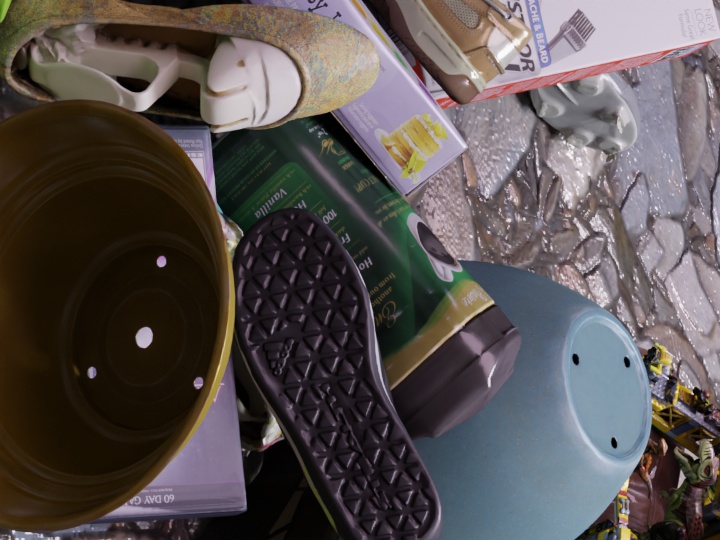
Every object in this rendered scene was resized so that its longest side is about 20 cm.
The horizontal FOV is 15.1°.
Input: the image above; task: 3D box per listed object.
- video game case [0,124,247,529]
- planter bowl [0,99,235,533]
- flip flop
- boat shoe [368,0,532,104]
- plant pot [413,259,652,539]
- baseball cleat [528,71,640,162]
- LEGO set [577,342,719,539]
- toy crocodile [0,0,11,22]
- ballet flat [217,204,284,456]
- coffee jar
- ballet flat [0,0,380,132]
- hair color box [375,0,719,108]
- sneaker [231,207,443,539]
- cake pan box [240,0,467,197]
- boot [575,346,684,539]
[{"bbox_3d":[-0.134,0.025,1.359,0.142,0.019,0.201,-1,76,-23],"label":"video game case"},{"bbox_3d":[-0.122,0.027,1.283,0.083,0.199,0.202,19,63,-57],"label":"planter bowl"},{"bbox_3d":[-0.032,0.134,1.474,0.200,0.081,0.058,-66,143,-48],"label":"flip flop"},{"bbox_3d":[0.024,-0.194,1.606,0.200,0.076,0.072,50,4,3],"label":"boat shoe"},{"bbox_3d":[0.091,0.081,1.598,0.200,0.134,0.201,24,58,-47],"label":"plant pot"},{"bbox_3d":[0.127,-0.165,1.790,0.200,0.069,0.107,44,46,-36],"label":"baseball cleat"},{"bbox_3d":[0.217,0.135,1.682,0.154,0.116,0.201,41,48,-18],"label":"LEGO set"},{"bbox_3d":[-0.211,-0.111,1.329,0.067,0.062,0.201,18,57,-4],"label":"toy crocodile"},{"bbox_3d":[-0.085,0.015,1.442,0.200,0.075,0.064,55,52,-21],"label":"ballet flat"},{"bbox_3d":[0.000,0.000,1.482,0.200,0.085,0.104,49,12,5],"label":"coffee jar"},{"bbox_3d":[-0.091,-0.101,1.387,0.071,0.199,0.071,9,90,-88],"label":"ballet flat"},{"bbox_3d":[0.112,-0.172,1.690,0.199,0.064,0.112,-13,88,-18],"label":"hair color box"},{"bbox_3d":[-0.018,0.068,1.410,0.083,0.071,0.201,128,-58,-82],"label":"sneaker"},{"bbox_3d":[-0.034,-0.153,1.507,0.184,0.052,0.200,52,4,-30],"label":"cake pan box"},{"bbox_3d":[0.204,0.161,1.788,0.186,0.064,0.201,40,44,-36],"label":"boot"}]
